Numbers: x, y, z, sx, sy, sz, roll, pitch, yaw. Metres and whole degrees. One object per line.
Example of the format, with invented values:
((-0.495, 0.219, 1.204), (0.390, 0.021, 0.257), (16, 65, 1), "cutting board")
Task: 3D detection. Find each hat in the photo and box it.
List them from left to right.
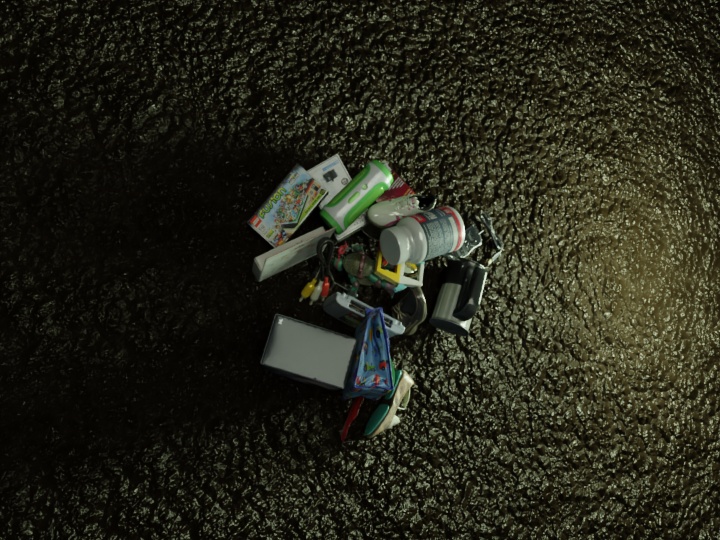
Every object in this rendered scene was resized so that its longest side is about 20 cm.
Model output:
((-0.025, 0.289, 1.432), (0.165, 0.176, 0.201), (43, 29, -13), "hat")

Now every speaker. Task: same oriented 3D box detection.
((-0.010, -0.186, 1.390), (0.200, 0.088, 0.089), (-45, 97, -6), "speaker")

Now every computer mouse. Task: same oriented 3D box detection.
((0.334, -0.069, 1.622), (0.199, 0.046, 0.142), (-37, 99, -27), "computer mouse")

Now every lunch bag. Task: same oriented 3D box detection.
((0.014, 0.187, 1.272), (0.092, 0.151, 0.204), (5, 68, -11), "lunch bag")

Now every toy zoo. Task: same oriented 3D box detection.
((0.105, -0.038, 1.419), (0.129, 0.020, 0.203), (18, 62, -15), "toy zoo")

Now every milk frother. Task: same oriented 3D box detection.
((0.234, 0.048, 1.504), (0.197, 0.181, 0.191), (19, 72, 6), "milk frother")

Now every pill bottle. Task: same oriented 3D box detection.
((0.153, -0.083, 1.376), (0.198, 0.119, 0.121), (-18, 87, -29), "pill bottle")

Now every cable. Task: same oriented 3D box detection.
((-0.089, 0.005, 1.387), (0.096, 0.202, 0.051), (-2, 46, -31), "cable")

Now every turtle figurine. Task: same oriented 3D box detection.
((0.000, 0.000, 1.426), (0.196, 0.101, 0.152), (14, 80, 1), "turtle figurine")

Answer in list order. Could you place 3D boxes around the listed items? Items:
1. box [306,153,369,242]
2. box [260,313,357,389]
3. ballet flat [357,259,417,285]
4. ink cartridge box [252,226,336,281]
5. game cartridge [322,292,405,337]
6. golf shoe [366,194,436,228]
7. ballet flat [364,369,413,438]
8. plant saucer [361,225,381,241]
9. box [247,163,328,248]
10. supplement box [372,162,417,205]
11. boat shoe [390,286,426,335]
((-0.060, -0.191, 1.461), (0.115, 0.060, 0.202), (-28, 88, -5), "box")
((-0.128, 0.199, 1.297), (0.197, 0.199, 0.125), (17, 74, -5), "box")
((0.079, -0.001, 1.500), (0.197, 0.062, 0.069), (-7, 83, -21), "ballet flat")
((-0.167, -0.054, 1.354), (0.198, 0.174, 0.044), (-27, 80, -23), "ink cartridge box")
((0.004, 0.121, 1.411), (0.198, 0.133, 0.041), (27, 72, -13), "game cartridge")
((0.105, -0.164, 1.410), (0.197, 0.092, 0.073), (-12, 66, -30), "golf shoe")
((0.084, 0.360, 1.438), (0.067, 0.068, 0.202), (38, 72, -18), "ballet flat")
((0.063, -0.175, 1.541), (0.197, 0.032, 0.204), (4, 79, -21), "plant saucer")
((-0.185, -0.160, 1.405), (0.110, 0.035, 0.201), (40, 87, -1), "box")
((0.097, -0.183, 1.507), (0.200, 0.061, 0.109), (44, 69, -10), "supplement box")
((0.119, 0.116, 1.427), (0.072, 0.201, 0.075), (-12, 56, -17), "boat shoe")
